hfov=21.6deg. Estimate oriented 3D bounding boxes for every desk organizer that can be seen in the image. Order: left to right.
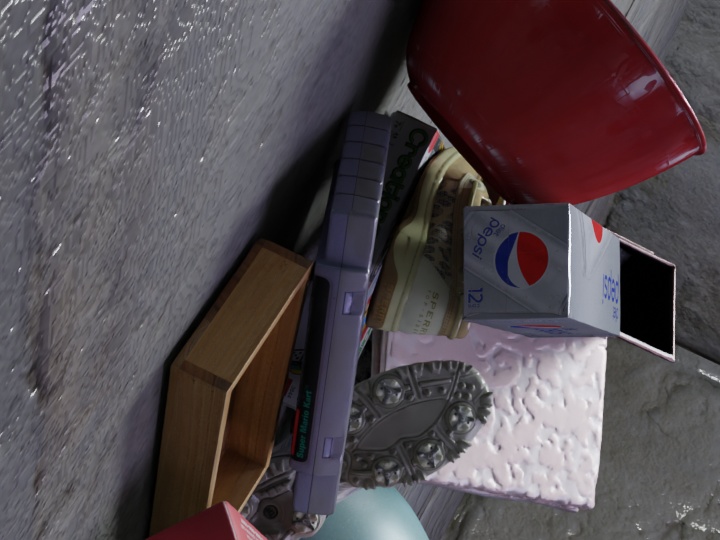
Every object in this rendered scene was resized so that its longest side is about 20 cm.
[{"bbox_3d":[0.144,-0.006,1.321,0.077,0.200,0.072,28,-86,57],"label":"desk organizer"}]

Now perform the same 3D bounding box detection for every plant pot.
[{"bbox_3d":[-0.016,0.247,1.474,0.200,0.134,0.200,-61,170,-18],"label":"plant pot"}]

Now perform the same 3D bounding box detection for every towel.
[{"bbox_3d":[0.093,0.068,1.360,0.032,0.200,0.191,-18,-118,55],"label":"towel"}]

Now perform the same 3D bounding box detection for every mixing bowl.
[{"bbox_3d":[0.098,-0.110,1.120,0.108,0.200,0.200,-41,170,0],"label":"mixing bowl"}]

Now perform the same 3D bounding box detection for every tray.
[{"bbox_3d":[-0.076,0.082,1.042,0.099,0.037,0.200,-58,169,-38],"label":"tray"}]

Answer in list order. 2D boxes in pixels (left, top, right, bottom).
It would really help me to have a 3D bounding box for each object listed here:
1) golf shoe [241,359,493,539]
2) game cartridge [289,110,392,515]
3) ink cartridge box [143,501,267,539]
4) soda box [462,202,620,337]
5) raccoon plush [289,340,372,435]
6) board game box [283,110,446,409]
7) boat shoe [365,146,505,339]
[{"bbox_3d":[-0.007,0.113,1.248,0.200,0.078,0.097,-29,-172,3],"label":"golf shoe"},{"bbox_3d":[-0.013,0.025,1.078,0.130,0.038,0.200,-73,172,-60],"label":"game cartridge"},{"bbox_3d":[-0.051,0.245,0.989,0.083,0.200,0.147,-27,145,6],"label":"ink cartridge box"},{"bbox_3d":[0.113,0.003,1.146,0.200,0.063,0.068,19,71,-73],"label":"soda box"},{"bbox_3d":[-0.027,0.125,1.393,0.200,0.097,0.134,-33,175,-16],"label":"raccoon plush"},{"bbox_3d":[0.000,0.000,1.248,0.200,0.035,0.126,-64,171,-2],"label":"board game box"},{"bbox_3d":[0.054,-0.013,1.181,0.200,0.063,0.073,-64,171,-57],"label":"boat shoe"}]
